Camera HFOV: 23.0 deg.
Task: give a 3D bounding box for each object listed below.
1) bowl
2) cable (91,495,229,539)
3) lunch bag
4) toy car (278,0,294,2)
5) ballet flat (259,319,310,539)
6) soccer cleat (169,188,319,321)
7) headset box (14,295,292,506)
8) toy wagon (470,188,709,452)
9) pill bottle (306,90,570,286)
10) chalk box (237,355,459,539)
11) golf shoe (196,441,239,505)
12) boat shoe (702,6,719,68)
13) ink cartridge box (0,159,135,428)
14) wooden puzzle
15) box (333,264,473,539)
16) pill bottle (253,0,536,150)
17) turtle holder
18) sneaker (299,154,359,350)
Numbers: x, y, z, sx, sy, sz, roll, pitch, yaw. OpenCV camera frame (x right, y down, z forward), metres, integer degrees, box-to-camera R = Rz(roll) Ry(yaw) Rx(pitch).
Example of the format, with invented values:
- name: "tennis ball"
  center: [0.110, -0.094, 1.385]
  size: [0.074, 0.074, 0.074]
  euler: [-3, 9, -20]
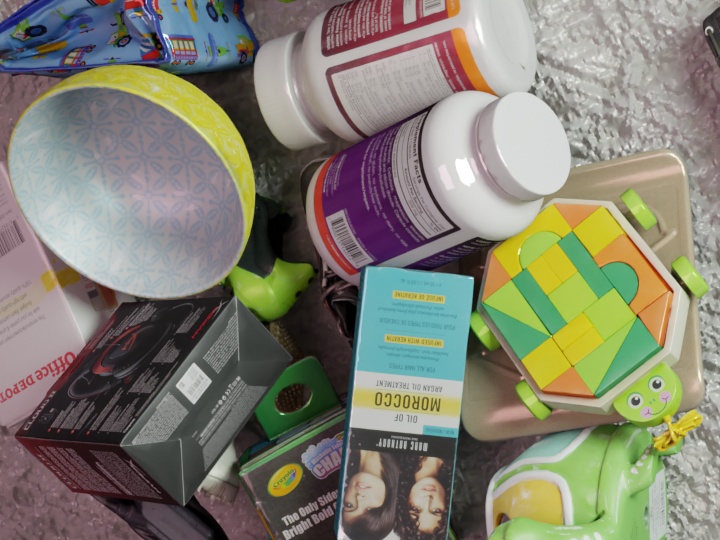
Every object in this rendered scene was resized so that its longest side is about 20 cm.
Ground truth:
- name: "bowl"
  center: [-0.164, -0.088, 1.388]
  size: [0.200, 0.108, 0.200]
  euler: [11, 131, 14]
- name: "cable"
  center: [-0.155, 0.213, 1.484]
  size: [0.200, 0.163, 0.051]
  euler: [34, 74, 20]
- name: "lunch bag"
  center: [-0.208, -0.189, 1.451]
  size: [0.200, 0.151, 0.094]
  euler: [-13, 90, 27]
- name: "toy car"
  center: [-0.033, -0.312, 1.303]
  size: [0.164, 0.200, 0.158]
  euler: [-9, 61, 32]
- name: "ballet flat"
  center: [-0.049, 0.133, 1.470]
  size: [0.065, 0.071, 0.200]
  euler: [-3, 98, 0]
- name: "soccer cleat"
  center: [-0.107, -0.044, 1.466]
  size: [0.081, 0.068, 0.200]
  euler: [-39, 65, 2]
- name: "headset box"
  center: [-0.168, 0.099, 1.375]
  size: [0.075, 0.149, 0.200]
  euler: [49, 151, -24]
- name: "toy wagon"
  center: [0.172, 0.039, 1.262]
  size: [0.155, 0.040, 0.200]
  euler: [-39, 57, 9]
- name: "pill bottle"
  center: [0.058, -0.063, 1.310]
  size: [0.200, 0.112, 0.113]
  euler: [-23, 86, 46]
- name: "chalk box"
  center: [-0.017, 0.166, 1.378]
  size: [0.125, 0.124, 0.200]
  euler: [-28, 91, -1]
- name: "golf shoe"
  center: [-0.133, 0.115, 1.447]
  size: [0.097, 0.078, 0.200]
  euler: [-58, 28, 9]
- name: "boat shoe"
  center: [0.296, -0.102, 1.260]
  size: [0.066, 0.070, 0.200]
  euler: [-24, 88, 44]
- name: "ink cartridge box"
  center: [-0.283, 0.017, 1.539]
  size: [0.145, 0.083, 0.200]
  euler: [-28, 83, 39]
- name: "wooden puzzle"
  center: [0.164, 0.022, 1.325]
  size: [0.185, 0.046, 0.200]
  euler: [-11, 66, 24]
- name: "box"
  center: [0.031, 0.099, 1.291]
  size: [0.082, 0.049, 0.200]
  euler: [6, 91, -2]
- name: "pill bottle"
  center: [0.025, -0.160, 1.361]
  size: [0.200, 0.110, 0.110]
  euler: [-14, 90, 28]
- name: "turtle holder"
  center: [0.160, 0.190, 1.294]
  size: [0.132, 0.186, 0.141]
  euler: [-1, 124, 24]
- name: "sneaker"
  center: [0.000, 0.000, 1.408]
  size: [0.077, 0.082, 0.200]
  euler: [-28, 84, 27]
